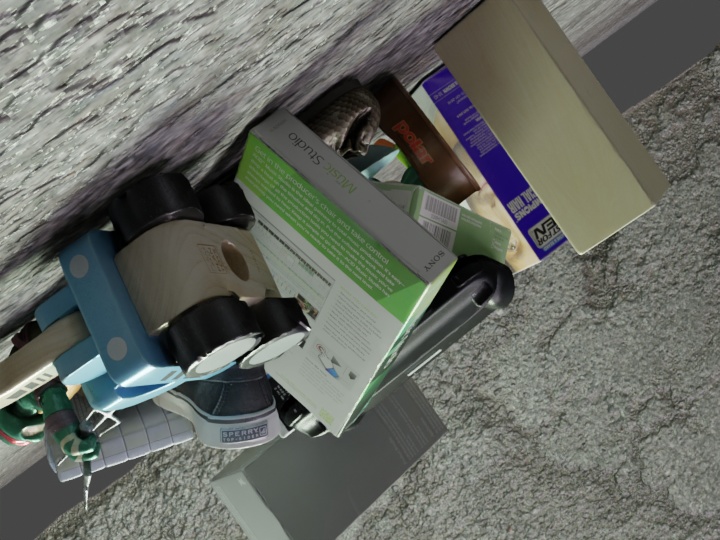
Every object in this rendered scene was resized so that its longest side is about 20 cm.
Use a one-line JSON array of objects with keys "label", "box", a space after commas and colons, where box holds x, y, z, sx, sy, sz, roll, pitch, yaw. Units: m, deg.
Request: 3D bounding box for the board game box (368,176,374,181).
[{"label": "board game box", "box": [0.000, 0.000, 1.005, 0.135, 0.035, 0.200, -36, -148, -6]}]

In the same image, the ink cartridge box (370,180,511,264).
[{"label": "ink cartridge box", "box": [-0.003, -0.036, 0.883, 0.198, 0.049, 0.145, 10, 176, 36]}]

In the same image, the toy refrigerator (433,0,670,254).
[{"label": "toy refrigerator", "box": [0.152, -0.122, 0.894, 0.076, 0.201, 0.070, -36, 180, 32]}]

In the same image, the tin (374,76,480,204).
[{"label": "tin", "box": [0.051, -0.101, 0.934, 0.042, 0.113, 0.200, -34, 179, 7]}]

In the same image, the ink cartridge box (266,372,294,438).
[{"label": "ink cartridge box", "box": [-0.077, 0.080, 0.999, 0.039, 0.100, 0.200, -37, -177, 1]}]

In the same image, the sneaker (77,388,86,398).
[{"label": "sneaker", "box": [-0.201, 0.046, 1.095, 0.199, 0.070, 0.076, -35, 155, -41]}]

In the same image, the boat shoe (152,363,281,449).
[{"label": "boat shoe", "box": [-0.103, 0.064, 0.775, 0.071, 0.069, 0.200, -7, -172, -17]}]

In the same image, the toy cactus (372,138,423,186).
[{"label": "toy cactus", "box": [0.048, -0.078, 1.209, 0.197, 0.104, 0.165, 8, -150, 29]}]

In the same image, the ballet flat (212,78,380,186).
[{"label": "ballet flat", "box": [-0.065, -0.056, 0.790, 0.199, 0.047, 0.067, -37, 179, 15]}]

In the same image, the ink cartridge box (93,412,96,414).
[{"label": "ink cartridge box", "box": [-0.177, 0.045, 0.982, 0.147, 0.076, 0.199, -37, -177, -33]}]

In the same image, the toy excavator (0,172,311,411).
[{"label": "toy excavator", "box": [-0.152, 0.042, 0.616, 0.199, 0.101, 0.194, -34, 167, 17]}]

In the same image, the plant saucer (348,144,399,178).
[{"label": "plant saucer", "box": [-0.052, -0.070, 1.095, 0.200, 0.039, 0.201, -36, 180, 0]}]

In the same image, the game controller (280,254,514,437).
[{"label": "game controller", "box": [0.030, 0.059, 0.857, 0.199, 0.042, 0.104, -39, 165, 16]}]

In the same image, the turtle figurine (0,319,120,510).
[{"label": "turtle figurine", "box": [-0.187, 0.068, 0.760, 0.201, 0.100, 0.150, -54, -167, 17]}]

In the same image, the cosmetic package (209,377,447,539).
[{"label": "cosmetic package", "box": [-0.027, 0.168, 1.032, 0.199, 0.108, 0.090, -35, -177, -32]}]

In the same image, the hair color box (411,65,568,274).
[{"label": "hair color box", "box": [0.118, -0.096, 1.103, 0.064, 0.201, 0.109, -36, 180, -19]}]

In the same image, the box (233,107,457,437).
[{"label": "box", "box": [-0.031, 0.009, 0.741, 0.036, 0.144, 0.201, -42, 168, -35]}]

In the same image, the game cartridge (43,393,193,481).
[{"label": "game cartridge", "box": [-0.239, 0.133, 1.079, 0.128, 0.039, 0.200, -21, -160, -13]}]
